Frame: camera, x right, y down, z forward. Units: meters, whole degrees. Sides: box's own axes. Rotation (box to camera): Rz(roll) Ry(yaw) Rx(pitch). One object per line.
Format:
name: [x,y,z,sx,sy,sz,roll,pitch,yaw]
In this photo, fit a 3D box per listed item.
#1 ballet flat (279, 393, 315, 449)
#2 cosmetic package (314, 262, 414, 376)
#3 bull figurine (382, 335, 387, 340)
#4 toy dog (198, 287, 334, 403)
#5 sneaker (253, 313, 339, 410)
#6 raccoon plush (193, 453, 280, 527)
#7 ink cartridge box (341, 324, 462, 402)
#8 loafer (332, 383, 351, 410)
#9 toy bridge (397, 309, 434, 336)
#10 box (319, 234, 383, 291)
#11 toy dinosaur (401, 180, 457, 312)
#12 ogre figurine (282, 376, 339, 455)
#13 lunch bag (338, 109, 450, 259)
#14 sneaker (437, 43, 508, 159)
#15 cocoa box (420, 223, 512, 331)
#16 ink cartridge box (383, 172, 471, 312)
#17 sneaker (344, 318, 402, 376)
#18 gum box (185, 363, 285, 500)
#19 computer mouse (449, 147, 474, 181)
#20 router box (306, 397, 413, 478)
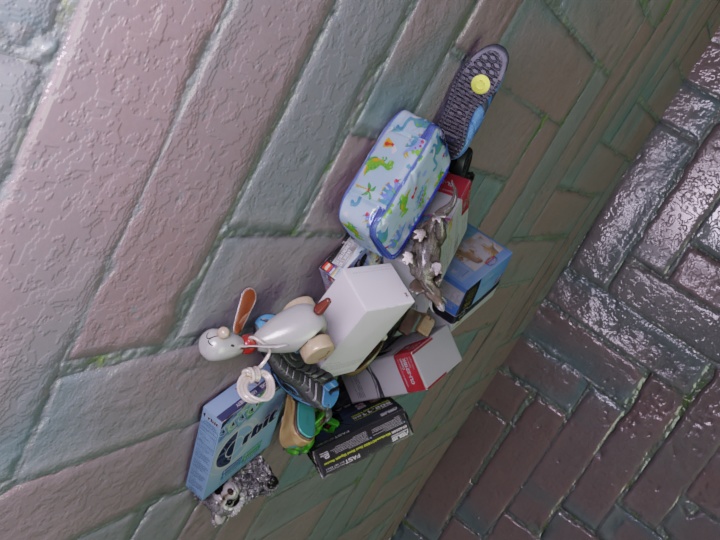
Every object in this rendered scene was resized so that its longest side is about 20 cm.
ballet flat: [-0.105,0.210,1.356,0.063,0.069,0.200,-36,-151,32]
cosmetic package: [-0.017,0.084,1.289,0.107,0.085,0.200,-6,144,-42]
bull figurine: [0.062,0.050,1.488,0.200,0.065,0.121,-43,-159,-12]
toy dog: [-0.112,0.078,1.104,0.200,0.132,0.096,-31,160,-48]
sneaker: [-0.114,0.145,1.230,0.200,0.082,0.073,58,47,-32]
raccoon plush: [-0.220,0.401,1.437,0.134,0.097,0.200,-37,155,-22]
ink cartridge box: [0.077,0.187,1.616,0.200,0.084,0.144,-19,-173,40]
loafer: [-0.027,0.281,1.697,0.201,0.070,0.068,-43,157,-29]
toy bridge: [0.099,0.097,1.621,0.067,0.027,0.200,-60,-166,-13]
box: [0.000,0.000,1.355,0.137,0.040,0.200,-49,159,-17]
toy dinosaur: [0.103,-0.038,1.236,0.102,0.077,0.201,60,35,-84]
ogre figurine: [-0.086,0.259,1.479,0.120,0.098,0.201,97,-3,-56]
lunch bag: [0.057,-0.123,1.203,0.200,0.082,0.161,-59,159,-10]
sneaker: [0.177,-0.272,1.299,0.200,0.066,0.078,-64,170,25]
cocoa box: [0.201,0.012,1.690,0.200,0.133,0.132,-34,151,-45]
ink cartridge box: [0.115,-0.052,1.393,0.146,0.083,0.200,86,29,-57]
sneaker: [0.029,0.131,1.578,0.200,0.067,0.090,-55,158,-17]
gum box: [-0.196,0.253,1.309,0.170,0.044,0.200,-34,153,-46]
computer mouse: [0.187,-0.187,1.504,0.200,0.034,0.059,41,68,-75]
router box: [-0.015,0.315,1.583,0.199,0.062,0.150,-24,-166,-13]
